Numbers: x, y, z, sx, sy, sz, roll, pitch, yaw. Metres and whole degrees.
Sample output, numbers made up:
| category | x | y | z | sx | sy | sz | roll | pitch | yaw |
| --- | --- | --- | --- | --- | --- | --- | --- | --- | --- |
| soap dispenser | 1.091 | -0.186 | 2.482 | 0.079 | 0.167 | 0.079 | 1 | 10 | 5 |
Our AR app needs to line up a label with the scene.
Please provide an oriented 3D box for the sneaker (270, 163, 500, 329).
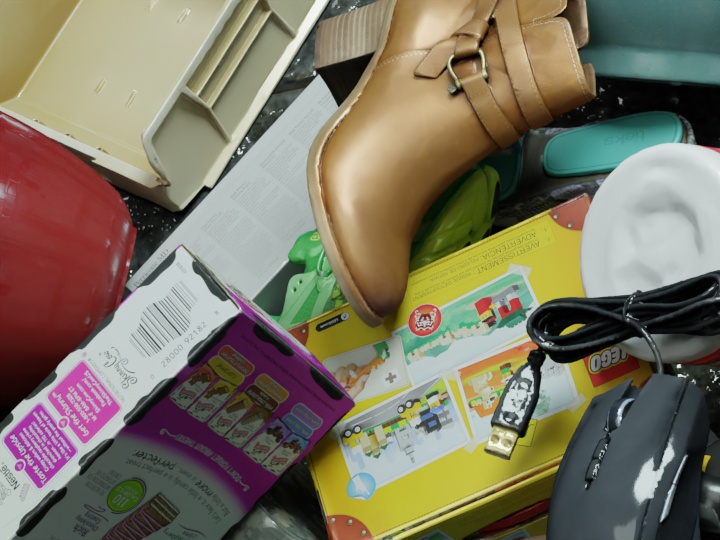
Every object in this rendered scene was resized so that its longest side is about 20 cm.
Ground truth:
| category | x | y | z | sx | sy | sz | roll | pitch | yaw |
| --- | --- | --- | --- | --- | --- | --- | --- | --- | --- |
| sneaker | 0.000 | 0.000 | 1.234 | 0.200 | 0.074 | 0.084 | -43 | 76 | 24 |

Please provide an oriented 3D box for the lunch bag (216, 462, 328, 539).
| category | x | y | z | sx | sy | sz | roll | pitch | yaw |
| --- | --- | --- | --- | --- | --- | --- | --- | --- | --- |
| lunch bag | -0.110 | 0.166 | 1.204 | 0.168 | 0.139 | 0.200 | -48 | 57 | 8 |

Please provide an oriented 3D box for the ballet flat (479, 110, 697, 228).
| category | x | y | z | sx | sy | sz | roll | pitch | yaw |
| --- | --- | --- | --- | --- | --- | --- | --- | --- | --- |
| ballet flat | 0.107 | -0.052 | 1.254 | 0.200 | 0.072 | 0.072 | -2 | 64 | 24 |

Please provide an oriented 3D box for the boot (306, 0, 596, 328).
| category | x | y | z | sx | sy | sz | roll | pitch | yaw |
| --- | --- | --- | --- | --- | --- | --- | --- | --- | --- |
| boot | 0.055 | -0.072 | 1.138 | 0.155 | 0.077 | 0.200 | -11 | 56 | 19 |

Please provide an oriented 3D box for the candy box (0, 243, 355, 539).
| category | x | y | z | sx | sy | sz | roll | pitch | yaw |
| --- | --- | --- | --- | --- | --- | --- | --- | --- | --- |
| candy box | -0.115 | 0.097 | 1.070 | 0.200 | 0.136 | 0.061 | -45 | 55 | 0 |

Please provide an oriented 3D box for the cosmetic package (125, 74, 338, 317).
| category | x | y | z | sx | sy | sz | roll | pitch | yaw |
| --- | --- | --- | --- | --- | --- | --- | --- | --- | --- |
| cosmetic package | -0.049 | -0.033 | 1.325 | 0.200 | 0.051 | 0.083 | -47 | 59 | -5 |

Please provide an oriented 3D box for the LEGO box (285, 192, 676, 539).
| category | x | y | z | sx | sy | sz | roll | pitch | yaw |
| --- | --- | --- | --- | --- | --- | --- | --- | --- | --- |
| LEGO box | 0.068 | 0.071 | 1.142 | 0.200 | 0.077 | 0.149 | -24 | 57 | 11 |

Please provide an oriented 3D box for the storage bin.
| category | x | y | z | sx | sy | sz | roll | pitch | yaw |
| --- | --- | --- | --- | --- | --- | --- | --- | --- | --- |
| storage bin | -0.155 | -0.168 | 1.416 | 0.200 | 0.094 | 0.199 | 24 | 76 | 31 |

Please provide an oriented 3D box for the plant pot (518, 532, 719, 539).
| category | x | y | z | sx | sy | sz | roll | pitch | yaw |
| --- | --- | --- | --- | --- | --- | --- | --- | --- | --- |
| plant pot | 0.187 | 0.193 | 1.042 | 0.200 | 0.187 | 0.187 | -19 | 57 | -5 |

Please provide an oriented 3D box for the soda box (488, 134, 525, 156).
| category | x | y | z | sx | sy | sz | roll | pitch | yaw |
| --- | --- | --- | --- | --- | --- | --- | --- | --- | --- |
| soda box | 0.078 | -0.153 | 1.280 | 0.068 | 0.064 | 0.200 | -5 | 41 | 22 |

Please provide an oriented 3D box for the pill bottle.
| category | x | y | z | sx | sy | sz | roll | pitch | yaw |
| --- | --- | --- | --- | --- | --- | --- | --- | --- | --- |
| pill bottle | 0.218 | -0.003 | 1.093 | 0.111 | 0.200 | 0.111 | -6 | 82 | 47 |

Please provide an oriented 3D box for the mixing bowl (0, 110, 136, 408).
| category | x | y | z | sx | sy | sz | roll | pitch | yaw |
| --- | --- | --- | --- | --- | --- | --- | --- | --- | --- |
| mixing bowl | -0.204 | 0.005 | 1.312 | 0.108 | 0.200 | 0.200 | 14 | 67 | -8 |

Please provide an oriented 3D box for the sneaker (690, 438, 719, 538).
| category | x | y | z | sx | sy | sz | roll | pitch | yaw |
| --- | --- | --- | --- | --- | --- | --- | --- | --- | --- |
| sneaker | 0.215 | 0.072 | 1.022 | 0.070 | 0.200 | 0.090 | 15 | 107 | 42 |

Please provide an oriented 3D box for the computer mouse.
| category | x | y | z | sx | sy | sz | roll | pitch | yaw |
| --- | --- | --- | --- | --- | --- | --- | --- | --- | --- |
| computer mouse | 0.101 | 0.088 | 0.979 | 0.140 | 0.046 | 0.200 | -8 | 57 | 45 |

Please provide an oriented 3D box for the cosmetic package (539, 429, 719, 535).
| category | x | y | z | sx | sy | sz | roll | pitch | yaw |
| --- | --- | --- | --- | --- | --- | --- | --- | --- | --- |
| cosmetic package | 0.101 | 0.094 | 1.194 | 0.151 | 0.052 | 0.200 | -39 | 55 | -1 |

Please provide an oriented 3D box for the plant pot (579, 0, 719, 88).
| category | x | y | z | sx | sy | sz | roll | pitch | yaw |
| --- | --- | --- | --- | --- | --- | --- | --- | --- | --- |
| plant pot | 0.189 | -0.174 | 1.224 | 0.200 | 0.200 | 0.134 | 8 | 95 | 27 |
